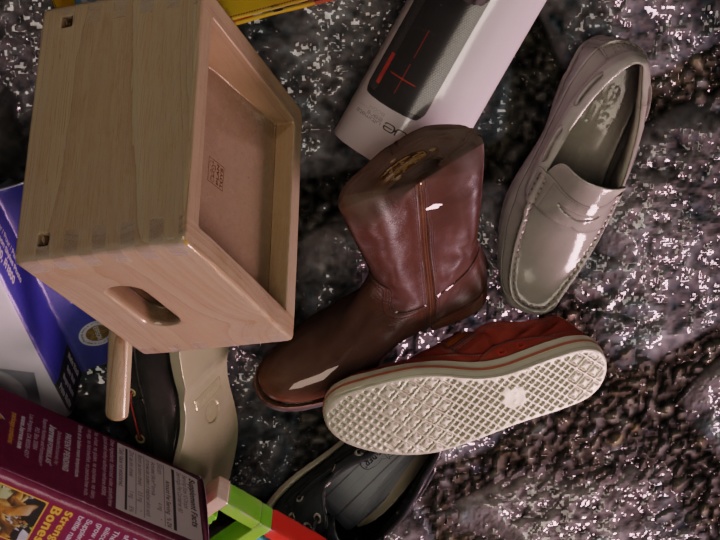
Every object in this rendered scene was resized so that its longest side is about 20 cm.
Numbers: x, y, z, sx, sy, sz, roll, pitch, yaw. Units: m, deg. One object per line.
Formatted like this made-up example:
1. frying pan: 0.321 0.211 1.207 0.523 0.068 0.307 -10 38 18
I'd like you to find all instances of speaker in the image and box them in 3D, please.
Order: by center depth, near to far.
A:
1. speaker: 0.063 -0.154 0.986 0.081 0.081 0.200 27 102 -16

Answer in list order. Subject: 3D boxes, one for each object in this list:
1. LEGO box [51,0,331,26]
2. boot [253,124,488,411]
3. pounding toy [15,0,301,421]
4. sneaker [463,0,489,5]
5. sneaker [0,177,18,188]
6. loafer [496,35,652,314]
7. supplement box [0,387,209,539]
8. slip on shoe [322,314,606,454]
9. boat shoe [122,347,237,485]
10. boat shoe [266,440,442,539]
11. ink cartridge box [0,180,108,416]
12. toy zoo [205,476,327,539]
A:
1. LEGO box: -0.100 -0.218 0.889 0.200 0.077 0.149 -8 113 30
2. boot: 0.000 0.000 0.973 0.186 0.064 0.200 -31 155 -9
3. pounding toy: -0.122 -0.030 0.903 0.142 0.200 0.184 -6 66 18
4. sneaker: 0.003 -0.220 0.934 0.200 0.074 0.079 40 114 16
5. sneaker: -0.312 -0.050 0.958 0.200 0.079 0.096 -9 87 -21
6. loafer: 0.144 -0.060 1.033 0.070 0.070 0.200 12 106 -13
7. supplement box: -0.211 0.162 0.948 0.200 0.103 0.131 28 107 -18
8. slip on shoe: 0.067 0.074 1.041 0.200 0.061 0.074 -13 126 -16
9. boat shoe: -0.128 0.094 1.047 0.063 0.074 0.202 14 121 25
10. boat shoe: -0.008 0.172 1.085 0.199 0.066 0.075 -43 111 6
11. ink cartridge box: -0.254 0.038 0.966 0.200 0.041 0.200 -17 142 -3
12. toy zoo: -0.063 0.226 1.076 0.200 0.020 0.131 34 125 -26
